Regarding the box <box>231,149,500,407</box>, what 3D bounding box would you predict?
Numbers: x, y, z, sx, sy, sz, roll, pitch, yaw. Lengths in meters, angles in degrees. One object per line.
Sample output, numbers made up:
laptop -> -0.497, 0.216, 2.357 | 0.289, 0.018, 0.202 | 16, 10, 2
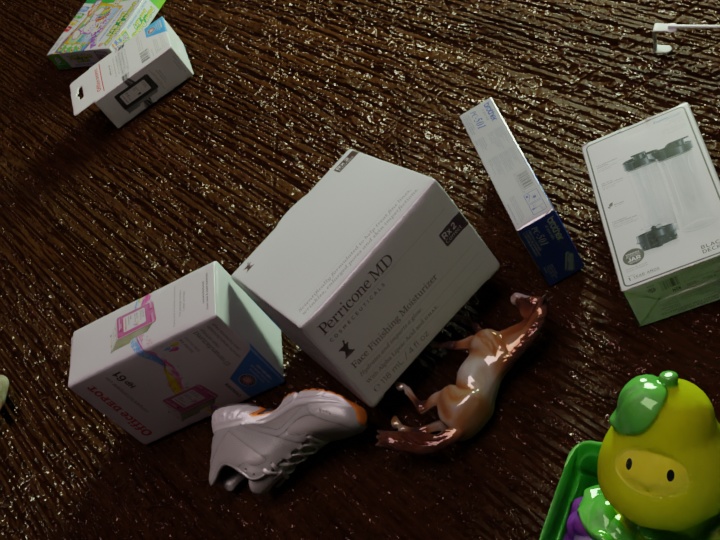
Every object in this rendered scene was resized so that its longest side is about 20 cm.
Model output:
box -> 0.000, 0.000, 1.054 | 0.199, 0.131, 0.200 | -47, 30, -8

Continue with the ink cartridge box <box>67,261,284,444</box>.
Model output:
ink cartridge box -> -0.205, 0.098, 1.131 | 0.198, 0.145, 0.085 | -24, 45, 16

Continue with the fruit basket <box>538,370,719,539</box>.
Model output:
fruit basket -> 0.219, 0.178, 0.709 | 0.213, 0.216, 0.157 | 4, 56, 38

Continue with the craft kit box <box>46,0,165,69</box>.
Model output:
craft kit box -> -0.471, -0.468, 1.903 | 0.196, 0.049, 0.202 | 6, 58, 36

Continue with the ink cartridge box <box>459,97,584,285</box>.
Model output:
ink cartridge box -> 0.167, -0.086, 1.059 | 0.044, 0.094, 0.201 | -29, 43, 11

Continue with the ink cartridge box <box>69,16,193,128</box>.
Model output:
ink cartridge box -> -0.384, -0.320, 1.688 | 0.199, 0.068, 0.117 | -33, 41, 7

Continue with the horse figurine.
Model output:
horse figurine -> 0.097, 0.105, 0.978 | 0.132, 0.050, 0.201 | 9, 58, 47

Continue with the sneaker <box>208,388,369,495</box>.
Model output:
sneaker -> -0.075, 0.182, 1.028 | 0.198, 0.076, 0.093 | -17, 53, 35

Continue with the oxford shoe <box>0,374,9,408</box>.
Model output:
oxford shoe -> -0.551, 0.207, 1.366 | 0.198, 0.071, 0.075 | -28, 16, 15

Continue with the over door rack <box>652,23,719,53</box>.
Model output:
over door rack -> 0.419, -0.321, 1.101 | 0.198, 0.067, 0.149 | -1, 53, 35

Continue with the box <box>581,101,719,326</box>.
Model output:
box -> 0.291, -0.058, 0.968 | 0.115, 0.060, 0.202 | -22, 44, 19
